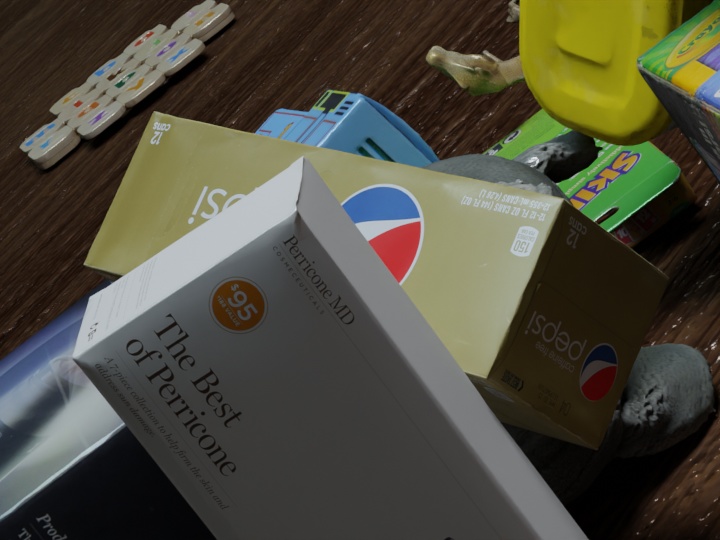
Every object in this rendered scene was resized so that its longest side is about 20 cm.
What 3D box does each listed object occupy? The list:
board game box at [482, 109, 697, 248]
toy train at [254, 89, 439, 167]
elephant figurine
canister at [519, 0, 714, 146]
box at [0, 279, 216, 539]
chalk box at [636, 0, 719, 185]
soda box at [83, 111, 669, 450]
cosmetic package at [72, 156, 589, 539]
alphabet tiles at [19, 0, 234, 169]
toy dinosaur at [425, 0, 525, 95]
[{"bbox_3d":[0.089,-0.032,1.133,0.095,0.030,0.200,-37,14,3],"label":"board game box"},{"bbox_3d":[-0.031,-0.033,1.254,0.114,0.087,0.200,-47,15,-7],"label":"toy train"},{"bbox_3d":[0.056,0.039,0.897,0.141,0.156,0.200,2,15,-25],"label":"elephant figurine"},{"bbox_3d":[0.156,-0.144,0.993,0.086,0.149,0.200,24,34,36],"label":"canister"},{"bbox_3d":[-0.118,0.109,1.021,0.198,0.123,0.200,-37,18,-3],"label":"box"},{"bbox_3d":[0.187,-0.051,0.831,0.124,0.125,0.200,-37,19,2],"label":"chalk box"},{"bbox_3d":[0.000,0.000,0.838,0.200,0.068,0.064,14,76,44],"label":"soda box"},{"bbox_3d":[0.008,0.072,0.736,0.082,0.200,0.051,-34,17,12],"label":"cosmetic package"},{"bbox_3d":[-0.189,-0.152,2.002,0.200,0.015,0.196,-40,18,-7],"label":"alphabet tiles"},{"bbox_3d":[0.131,-0.116,1.237,0.200,0.058,0.101,-15,22,-1],"label":"toy dinosaur"}]
